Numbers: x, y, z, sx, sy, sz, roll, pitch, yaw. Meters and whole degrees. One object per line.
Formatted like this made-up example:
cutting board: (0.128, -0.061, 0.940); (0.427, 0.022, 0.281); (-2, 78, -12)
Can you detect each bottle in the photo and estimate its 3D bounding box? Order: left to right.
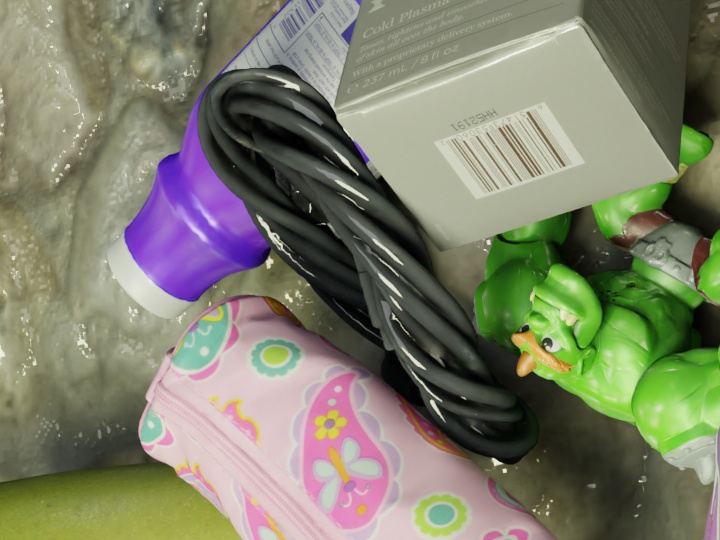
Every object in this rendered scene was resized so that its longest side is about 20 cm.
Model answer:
bottle: (-0.034, -0.059, 0.914); (0.200, 0.065, 0.084); (-45, 67, 21)

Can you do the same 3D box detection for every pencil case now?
pencil case: (0.001, 0.093, 0.767); (0.200, 0.087, 0.088); (42, 107, 33)

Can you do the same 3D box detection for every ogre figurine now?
ogre figurine: (0.117, 0.002, 0.808); (0.199, 0.098, 0.120); (30, 98, 25)

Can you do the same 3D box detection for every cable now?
cable: (0.000, 0.000, 0.811); (0.051, 0.200, 0.163); (-35, 38, -3)

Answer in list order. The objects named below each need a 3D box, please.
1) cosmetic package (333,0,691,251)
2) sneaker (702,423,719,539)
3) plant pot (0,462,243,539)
cosmetic package: (0.067, -0.113, 0.788); (0.106, 0.090, 0.201); (-19, 40, 27)
sneaker: (0.147, 0.075, 0.720); (0.072, 0.114, 0.202); (16, 84, -2)
plant pot: (-0.068, 0.157, 0.876); (0.199, 0.187, 0.188); (-18, 78, 10)
